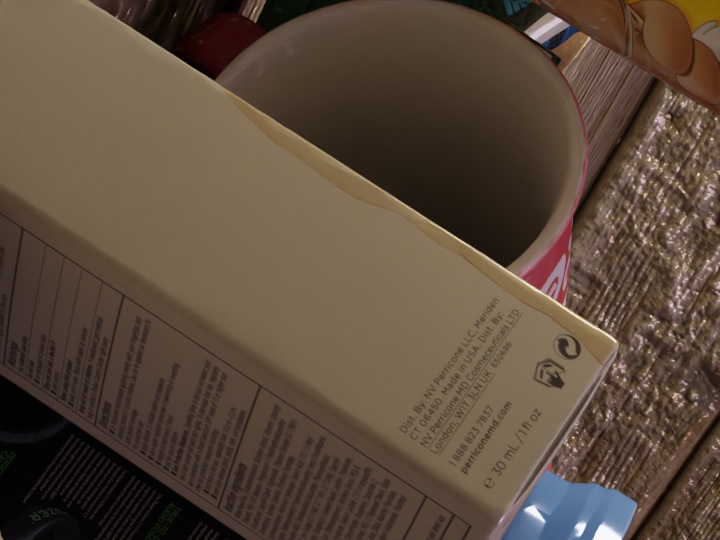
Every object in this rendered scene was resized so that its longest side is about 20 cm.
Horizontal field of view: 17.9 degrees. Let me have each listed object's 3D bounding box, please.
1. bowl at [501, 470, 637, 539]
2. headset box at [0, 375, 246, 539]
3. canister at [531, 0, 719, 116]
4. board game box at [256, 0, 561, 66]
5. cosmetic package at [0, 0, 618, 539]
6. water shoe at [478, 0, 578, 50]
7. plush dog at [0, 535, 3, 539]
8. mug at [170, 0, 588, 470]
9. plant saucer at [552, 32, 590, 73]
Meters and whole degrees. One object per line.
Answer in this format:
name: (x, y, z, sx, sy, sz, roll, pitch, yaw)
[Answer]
bowl: (0.032, 0.160, 0.800, 0.201, 0.039, 0.201, -59, 172, -13)
headset box: (-0.086, 0.129, 0.828, 0.093, 0.200, 0.174, -55, 171, -15)
canister: (0.073, -0.128, 0.770, 0.087, 0.200, 0.149, -59, 172, 8)
board game box: (-0.003, -0.055, 0.883, 0.023, 0.105, 0.200, -52, 178, -30)
cosmetic package: (-0.038, 0.013, 0.657, 0.073, 0.200, 0.104, -52, 172, -31)
water shoe: (0.058, -0.108, 0.964, 0.200, 0.072, 0.079, -23, 165, 3)
plush dog: (-0.135, 0.068, 0.562, 0.200, 0.160, 0.172, -60, -165, 21)
mug: (0.012, 0.000, 0.836, 0.200, 0.133, 0.178, 81, -4, -55)
plant saucer: (0.038, -0.073, 1.075, 0.200, 0.037, 0.200, -45, -173, 7)
